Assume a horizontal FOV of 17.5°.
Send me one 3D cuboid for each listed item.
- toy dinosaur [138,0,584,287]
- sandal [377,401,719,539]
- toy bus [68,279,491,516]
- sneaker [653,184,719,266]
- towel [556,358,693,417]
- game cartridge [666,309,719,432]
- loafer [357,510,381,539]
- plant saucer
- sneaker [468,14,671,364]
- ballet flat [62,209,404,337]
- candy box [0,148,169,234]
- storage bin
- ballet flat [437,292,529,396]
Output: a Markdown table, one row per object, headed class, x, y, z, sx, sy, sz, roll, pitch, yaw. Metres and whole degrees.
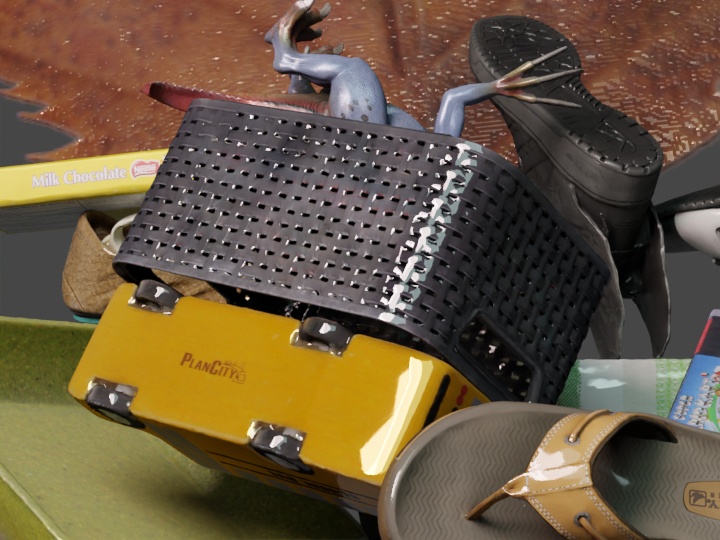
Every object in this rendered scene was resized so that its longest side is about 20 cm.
| class | x | y | z | sx | sy | sz | roll | pitch | yaw |
| --- | --- | --- | --- | --- | --- | --- | --- | --- | --- |
| toy dinosaur | 0.017 | -0.046 | 1.187 | 0.199 | 0.105 | 0.182 | -27 | 66 | -17 |
| sandal | 0.107 | 0.094 | 0.972 | 0.198 | 0.055 | 0.082 | 7 | 71 | -6 |
| toy bus | -0.038 | 0.060 | 1.061 | 0.199 | 0.078 | 0.066 | 11 | 70 | 40 |
| sneaker | 0.227 | -0.005 | 1.205 | 0.199 | 0.089 | 0.074 | -2 | 12 | 42 |
| towel | 0.187 | 0.105 | 1.133 | 0.198 | 0.031 | 0.150 | 0 | 47 | 7 |
| game cartridge | 0.209 | 0.074 | 1.091 | 0.129 | 0.039 | 0.200 | 12 | 35 | 16 |
| loafer | 0.047 | 0.144 | 1.044 | 0.068 | 0.071 | 0.201 | -11 | 25 | -14 |
| plant saucer | -0.124 | 0.094 | 1.121 | 0.199 | 0.048 | 0.200 | 6 | 26 | -47 |
| sneaker | 0.108 | -0.046 | 1.242 | 0.060 | 0.105 | 0.200 | -11 | 39 | -23 |
| ballet flat | -0.066 | -0.005 | 1.244 | 0.198 | 0.073 | 0.068 | 5 | 17 | 16 |
| candy box | -0.112 | -0.047 | 1.286 | 0.198 | 0.102 | 0.027 | -6 | 81 | 3 |
| storage bin | 0.000 | 0.000 | 1.099 | 0.199 | 0.135 | 0.094 | 13 | 70 | 40 |
| ballet flat | 0.051 | 0.056 | 1.169 | 0.069 | 0.070 | 0.201 | -4 | 41 | 5 |
